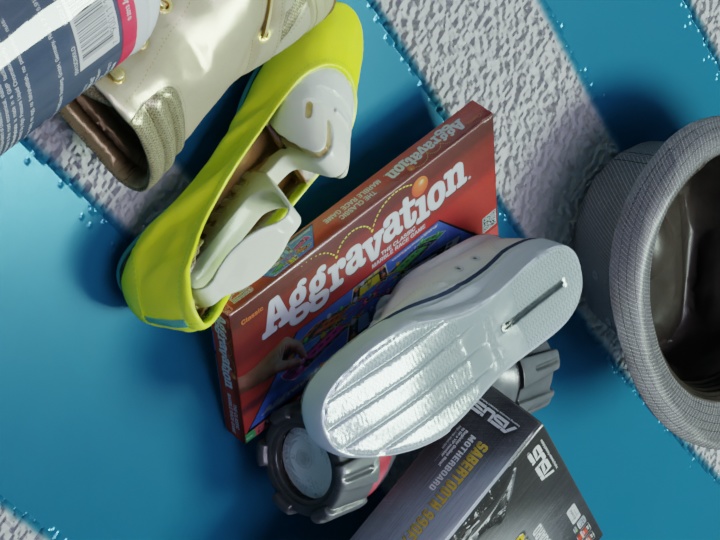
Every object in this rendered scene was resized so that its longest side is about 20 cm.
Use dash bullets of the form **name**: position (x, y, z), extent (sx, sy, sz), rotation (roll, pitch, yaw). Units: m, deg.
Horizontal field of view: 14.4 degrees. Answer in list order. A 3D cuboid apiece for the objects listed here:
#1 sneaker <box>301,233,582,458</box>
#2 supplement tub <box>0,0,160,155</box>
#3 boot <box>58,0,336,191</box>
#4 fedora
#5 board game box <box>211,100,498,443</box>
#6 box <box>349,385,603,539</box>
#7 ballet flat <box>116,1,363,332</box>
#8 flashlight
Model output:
- **sneaker**: position (0.033, 0.041, 1.528), extent (0.199, 0.071, 0.073), rotation (-29, 116, -38)
- **supplement tub**: position (-0.198, -0.105, 1.232), extent (0.200, 0.140, 0.141), rotation (-40, 131, -25)
- **boot**: position (-0.099, -0.151, 1.357), extent (0.156, 0.073, 0.201), rotation (-47, 140, -24)
- **fedora**: position (0.192, 0.000, 1.691), extent (0.177, 0.090, 0.201), rotation (-45, 126, -23)
- **board game box**: position (0.000, 0.000, 1.539), extent (0.200, 0.019, 0.103), rotation (-38, 143, -27)
- **box**: position (0.056, 0.167, 1.606), extent (0.159, 0.048, 0.200), rotation (-51, 154, -10)
- **ballet flat**: position (-0.045, -0.049, 1.458), extent (0.200, 0.067, 0.067), rotation (-53, 133, -14)
- **flashlight**: position (0.032, 0.083, 1.584), extent (0.199, 0.068, 0.068), rotation (-17, 79, -47)
